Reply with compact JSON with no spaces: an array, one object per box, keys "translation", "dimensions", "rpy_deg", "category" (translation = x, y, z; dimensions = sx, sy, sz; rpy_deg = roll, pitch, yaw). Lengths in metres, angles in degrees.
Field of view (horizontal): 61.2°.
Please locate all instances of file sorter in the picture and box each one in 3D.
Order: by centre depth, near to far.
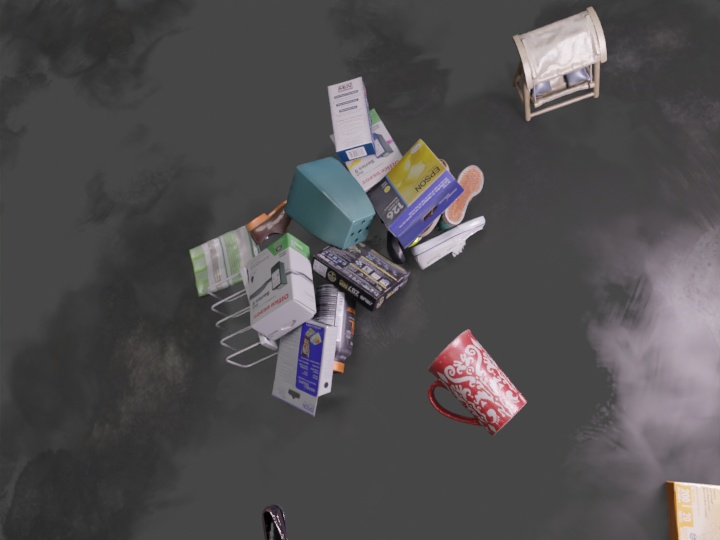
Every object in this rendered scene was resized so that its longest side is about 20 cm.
[{"translation":[-0.288,0.125,1.525],"dimensions":[0.122,0.139,0.204],"rpy_deg":[-24,68,7],"category":"file sorter"}]

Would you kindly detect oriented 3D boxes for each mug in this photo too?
[{"translation":[0.257,0.265,1.371],"dimensions":[0.132,0.179,0.200],"rpy_deg":[-29,67,-37],"category":"mug"}]

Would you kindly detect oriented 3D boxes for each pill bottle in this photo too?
[{"translation":[-0.067,0.146,1.480],"dimensions":[0.103,0.106,0.206],"rpy_deg":[1,74,14],"category":"pill bottle"}]

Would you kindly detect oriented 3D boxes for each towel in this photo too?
[{"translation":[-0.366,-0.029,1.650],"dimensions":[0.195,0.031,0.153],"rpy_deg":[-21,68,7],"category":"towel"}]

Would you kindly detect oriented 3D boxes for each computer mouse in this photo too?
[{"translation":[0.063,-0.099,1.544],"dimensions":[0.033,0.059,0.203],"rpy_deg":[-25,59,3],"category":"computer mouse"}]

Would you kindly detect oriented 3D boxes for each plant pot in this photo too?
[{"translation":[-0.067,-0.159,1.527],"dimensions":[0.140,0.143,0.200],"rpy_deg":[-23,58,-43],"category":"plant pot"}]

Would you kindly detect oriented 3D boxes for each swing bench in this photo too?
[{"translation":[0.485,-0.503,1.499],"dimensions":[0.194,0.200,0.133],"rpy_deg":[-18,69,7],"category":"swing bench"}]

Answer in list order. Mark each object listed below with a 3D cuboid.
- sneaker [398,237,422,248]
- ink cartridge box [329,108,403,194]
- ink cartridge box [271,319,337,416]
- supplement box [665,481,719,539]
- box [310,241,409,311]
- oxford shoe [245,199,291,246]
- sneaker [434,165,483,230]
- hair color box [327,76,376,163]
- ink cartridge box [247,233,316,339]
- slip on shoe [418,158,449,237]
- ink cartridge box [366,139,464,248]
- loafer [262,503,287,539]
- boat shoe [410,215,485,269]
[{"translation":[0.125,-0.154,1.532],"dimensions":[0.073,0.080,0.205],"rpy_deg":[-3,66,41],"category":"sneaker"},{"translation":[0.027,-0.299,1.608],"dimensions":[0.143,0.088,0.203],"rpy_deg":[-29,69,3],"category":"ink cartridge box"},{"translation":[-0.133,0.215,1.424],"dimensions":[0.196,0.043,0.206],"rpy_deg":[9,90,52],"category":"ink cartridge box"},{"translation":[0.715,0.489,1.193],"dimensions":[0.194,0.074,0.130],"rpy_deg":[0,73,13],"category":"supplement box"},{"translation":[0.000,0.000,1.490],"dimensions":[0.198,0.050,0.160],"rpy_deg":[32,39,20],"category":"box"},{"translation":[-0.207,-0.138,1.634],"dimensions":[0.197,0.071,0.074],"rpy_deg":[-32,90,-1],"category":"oxford shoe"},{"translation":[0.240,-0.182,1.527],"dimensions":[0.071,0.080,0.202],"rpy_deg":[41,60,-12],"category":"sneaker"},{"translation":[-0.023,-0.389,1.573],"dimensions":[0.097,0.061,0.205],"rpy_deg":[-12,68,10],"category":"hair color box"},{"translation":[-0.189,0.038,1.447],"dimensions":[0.144,0.084,0.204],"rpy_deg":[-32,47,23],"category":"ink cartridge box"},{"translation":[0.174,-0.171,1.493],"dimensions":[0.074,0.061,0.205],"rpy_deg":[8,74,23],"category":"slip on shoe"},{"translation":[0.125,-0.187,1.461],"dimensions":[0.197,0.047,0.202],"rpy_deg":[-44,43,12],"category":"ink cartridge box"},{"translation":[-0.189,0.637,1.375],"dimensions":[0.070,0.063,0.205],"rpy_deg":[-19,69,7],"category":"loafer"},{"translation":[0.223,-0.067,1.505],"dimensions":[0.196,0.074,0.068],"rpy_deg":[-25,93,8],"category":"boat shoe"}]
